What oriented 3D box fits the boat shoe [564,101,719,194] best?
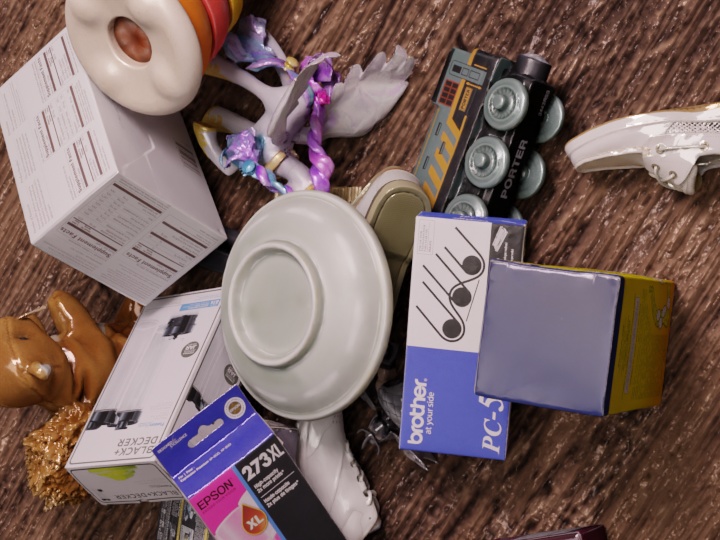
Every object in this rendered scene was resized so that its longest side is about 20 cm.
[{"bbox_3d":[0.271,-0.098,1.346,0.198,0.071,0.070,-9,82,22],"label":"boat shoe"}]

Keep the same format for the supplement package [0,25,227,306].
[{"bbox_3d":[-0.235,-0.096,1.487,0.111,0.155,0.201,-37,50,17],"label":"supplement package"}]

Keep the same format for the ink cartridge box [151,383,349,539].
[{"bbox_3d":[-0.087,0.206,1.386,0.094,0.037,0.201,-37,107,-11],"label":"ink cartridge box"}]

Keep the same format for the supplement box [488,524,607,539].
[{"bbox_3d":[0.118,0.291,1.386,0.198,0.086,0.111,-12,82,23],"label":"supplement box"}]

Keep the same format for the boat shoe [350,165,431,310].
[{"bbox_3d":[0.000,0.000,1.424,0.074,0.069,0.201,25,109,-21],"label":"boat shoe"}]

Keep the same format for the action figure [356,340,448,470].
[{"bbox_3d":[0.064,0.091,1.431,0.130,0.069,0.200,47,108,13],"label":"action figure"}]

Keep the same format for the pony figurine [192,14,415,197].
[{"bbox_3d":[-0.064,-0.144,1.465,0.200,0.166,0.194,44,119,29],"label":"pony figurine"}]

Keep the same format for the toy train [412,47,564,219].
[{"bbox_3d":[0.103,-0.102,1.417,0.114,0.085,0.202,27,102,40],"label":"toy train"}]

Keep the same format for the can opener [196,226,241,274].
[{"bbox_3d":[-0.111,-0.015,1.507,0.199,0.063,0.079,19,123,37],"label":"can opener"}]

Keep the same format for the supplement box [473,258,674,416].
[{"bbox_3d":[0.180,0.053,1.308,0.108,0.200,0.111,8,91,23],"label":"supplement box"}]

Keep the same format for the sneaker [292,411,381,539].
[{"bbox_3d":[-0.022,0.202,1.471,0.086,0.074,0.202,0,92,9],"label":"sneaker"}]

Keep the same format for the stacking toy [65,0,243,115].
[{"bbox_3d":[-0.156,-0.245,1.440,0.145,0.200,0.147,20,133,23],"label":"stacking toy"}]

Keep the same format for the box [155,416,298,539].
[{"bbox_3d":[-0.132,0.229,1.481,0.161,0.049,0.202,8,90,56],"label":"box"}]

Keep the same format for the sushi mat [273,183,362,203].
[{"bbox_3d":[-0.049,0.018,1.511,0.095,0.012,0.202,5,89,24],"label":"sushi mat"}]

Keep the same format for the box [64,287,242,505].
[{"bbox_3d":[-0.176,0.114,1.466,0.116,0.060,0.201,-8,45,36],"label":"box"}]

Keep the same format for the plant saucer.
[{"bbox_3d":[-0.062,0.029,1.380,0.199,0.050,0.202,-3,86,41],"label":"plant saucer"}]

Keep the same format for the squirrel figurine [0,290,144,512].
[{"bbox_3d":[-0.275,0.119,1.510,0.141,0.186,0.202,-20,80,21],"label":"squirrel figurine"}]

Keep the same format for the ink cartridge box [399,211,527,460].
[{"bbox_3d":[0.087,0.055,1.357,0.093,0.044,0.202,5,98,8],"label":"ink cartridge box"}]
